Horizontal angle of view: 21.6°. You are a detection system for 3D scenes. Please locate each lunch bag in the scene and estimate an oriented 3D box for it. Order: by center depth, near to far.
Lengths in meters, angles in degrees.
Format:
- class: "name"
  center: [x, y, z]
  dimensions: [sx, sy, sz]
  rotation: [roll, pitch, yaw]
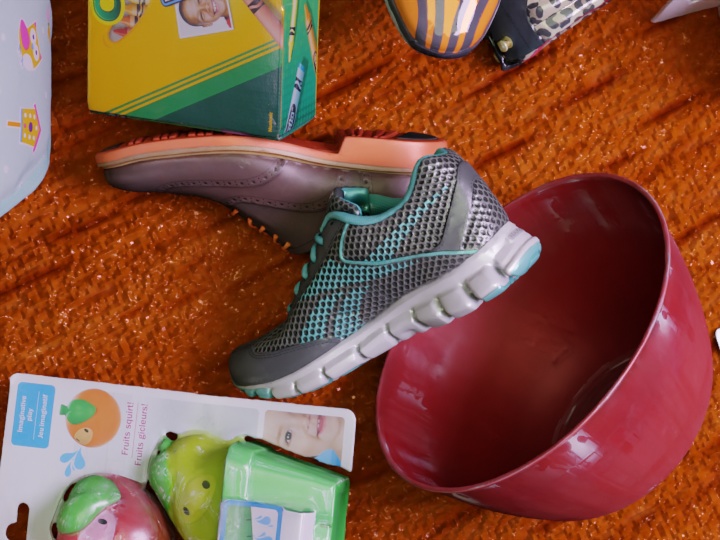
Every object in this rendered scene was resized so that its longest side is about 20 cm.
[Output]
- class: "lunch bag"
  center: [-0.224, -0.129, 0.967]
  dimensions: [0.121, 0.200, 0.172]
  rotation: [-7, 121, -2]

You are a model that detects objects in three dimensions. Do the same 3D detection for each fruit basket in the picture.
- class: "fruit basket"
  center: [-0.108, 0.158, 1.035]
  dimensions: [0.198, 0.094, 0.187]
  rotation: [7, 88, 2]

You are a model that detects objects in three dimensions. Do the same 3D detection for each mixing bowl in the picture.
- class: "mixing bowl"
  center: [0.115, 0.060, 1.022]
  dimensions: [0.108, 0.200, 0.201]
  rotation: [41, 84, -29]

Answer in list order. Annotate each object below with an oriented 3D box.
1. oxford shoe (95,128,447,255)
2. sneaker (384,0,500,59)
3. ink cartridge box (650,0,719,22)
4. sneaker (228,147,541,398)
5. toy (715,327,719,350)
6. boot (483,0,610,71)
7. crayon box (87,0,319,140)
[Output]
- class: "oxford shoe"
  center: [-0.051, -0.043, 1.064]
  dimensions: [0.198, 0.071, 0.073]
  rotation: [3, 99, 3]
- class: "sneaker"
  center: [0.056, -0.216, 0.987]
  dimensions: [0.077, 0.112, 0.202]
  rotation: [5, 87, -10]
- class: "ink cartridge box"
  center: [0.276, -0.143, 1.065]
  dimensions: [0.198, 0.115, 0.068]
  rotation: [-13, 87, -3]
- class: "sneaker"
  center: [0.000, 0.000, 1.031]
  dimensions: [0.199, 0.078, 0.092]
  rotation: [-29, 93, 26]
- class: "toy"
  center: [0.319, 0.057, 1.089]
  dimensions: [0.198, 0.047, 0.116]
  rotation: [-18, 86, -5]
- class: "boot"
  center: [0.038, -0.176, 1.076]
  dimensions: [0.203, 0.073, 0.154]
  rotation: [-32, 92, -3]
- class: "crayon box"
  center: [-0.083, -0.181, 1.022]
  dimensions: [0.118, 0.058, 0.202]
  rotation: [9, 110, 19]
